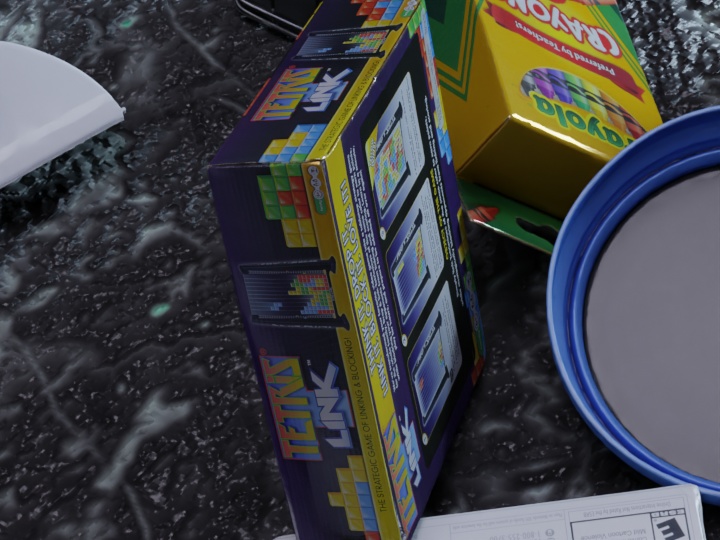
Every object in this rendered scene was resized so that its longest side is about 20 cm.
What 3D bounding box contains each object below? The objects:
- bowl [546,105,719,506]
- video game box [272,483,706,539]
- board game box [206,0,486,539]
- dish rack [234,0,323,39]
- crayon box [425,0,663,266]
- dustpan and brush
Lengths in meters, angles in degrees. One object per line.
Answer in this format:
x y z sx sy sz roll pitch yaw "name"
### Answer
0.188 0.019 1.047 0.199 0.039 0.202 -3 68 8 "bowl"
0.063 0.188 0.954 0.198 0.047 0.183 -8 45 5 "video game box"
0.000 0.000 1.003 0.056 0.201 0.166 0 30 20 "board game box"
0.035 -0.206 1.311 0.153 0.055 0.200 27 57 29 "dish rack"
0.096 -0.088 1.146 0.051 0.126 0.201 -46 39 31 "crayon box"
-0.237 -0.099 1.275 0.139 0.057 0.200 -31 57 -18 "dustpan and brush"
